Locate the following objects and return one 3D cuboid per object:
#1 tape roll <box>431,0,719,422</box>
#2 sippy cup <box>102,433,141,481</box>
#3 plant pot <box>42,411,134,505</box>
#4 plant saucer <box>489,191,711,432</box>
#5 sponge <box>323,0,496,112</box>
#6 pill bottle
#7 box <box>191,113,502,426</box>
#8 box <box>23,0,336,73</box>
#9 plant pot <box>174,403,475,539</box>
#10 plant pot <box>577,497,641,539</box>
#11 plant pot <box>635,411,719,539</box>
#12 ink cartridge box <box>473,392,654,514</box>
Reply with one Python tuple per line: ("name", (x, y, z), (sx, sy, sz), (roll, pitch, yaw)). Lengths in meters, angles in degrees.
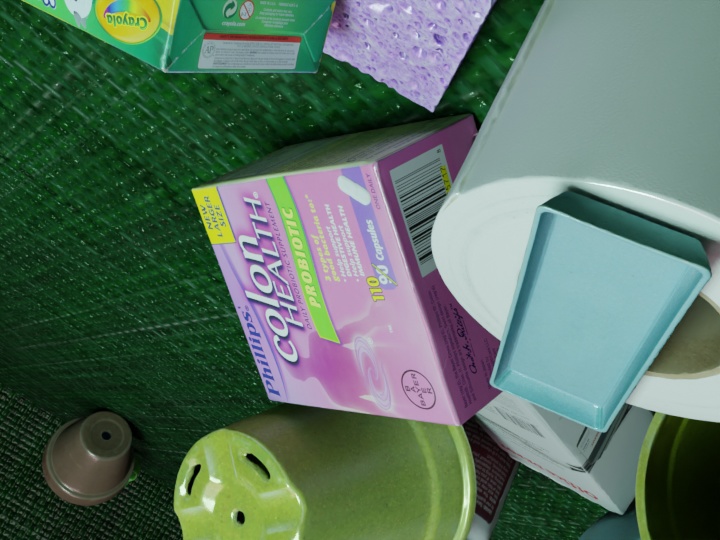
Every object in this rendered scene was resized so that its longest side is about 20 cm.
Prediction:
("tape roll", (0.152, -0.033, 0.476), (0.202, 0.139, 0.203), (23, 156, 11))
("sippy cup", (-0.635, 0.460, 2.349), (0.131, 0.177, 0.140), (77, 172, -47))
("plant pot", (-0.579, 0.391, 2.096), (0.200, 0.201, 0.175), (32, 139, -8))
("plant saucer", (0.105, 0.027, 0.453), (0.070, 0.019, 0.200), (23, 155, 13))
("sponge", (0.021, -0.163, 0.491), (0.111, 0.030, 0.200), (30, 156, -1))
("pill bottle", (0.088, 0.193, 0.921), (0.114, 0.200, 0.114), (23, 156, 11))
("box", (0.000, 0.000, 0.669), (0.200, 0.097, 0.176), (0, 113, 48))
("box", (-0.126, -0.160, 0.521), (0.200, 0.117, 0.049), (32, 117, 29))
("plant pot", (-0.040, 0.180, 0.773), (0.200, 0.201, 0.184), (9, -174, 38))
("plant pot", (0.282, 0.257, 0.750), (0.199, 0.197, 0.196), (-4, 163, -18))
("plant pot", (0.295, 0.135, 0.578), (0.200, 0.201, 0.193), (11, 180, 34))
("ink cartridge box", (0.142, 0.094, 0.777), (0.144, 0.084, 0.200), (24, 161, 50))
